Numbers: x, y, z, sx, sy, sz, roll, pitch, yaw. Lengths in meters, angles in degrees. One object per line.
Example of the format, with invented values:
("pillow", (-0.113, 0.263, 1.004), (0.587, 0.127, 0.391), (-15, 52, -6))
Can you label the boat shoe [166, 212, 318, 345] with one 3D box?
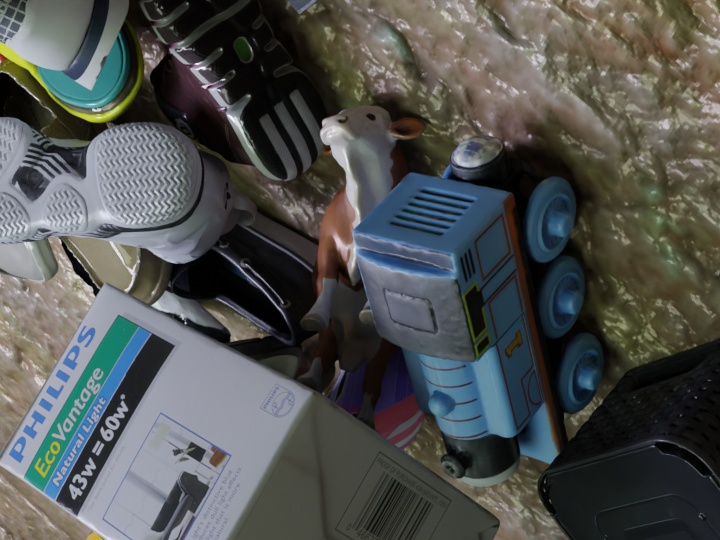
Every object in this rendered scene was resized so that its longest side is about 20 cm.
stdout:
("boat shoe", (-0.099, -0.006, 1.081), (0.199, 0.066, 0.070), (29, 142, 25))

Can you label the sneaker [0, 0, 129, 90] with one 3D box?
("sneaker", (-0.187, -0.175, 0.929), (0.077, 0.080, 0.200), (-66, 27, 19))

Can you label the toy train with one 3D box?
("toy train", (0.067, 0.028, 0.889), (0.086, 0.114, 0.202), (16, 135, 38))

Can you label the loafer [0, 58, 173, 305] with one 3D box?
("loafer", (-0.191, -0.059, 1.073), (0.076, 0.067, 0.201), (-48, 66, 39))

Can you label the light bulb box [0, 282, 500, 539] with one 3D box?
("light bulb box", (-0.064, 0.127, 0.941), (0.199, 0.126, 0.198), (23, 169, 44))

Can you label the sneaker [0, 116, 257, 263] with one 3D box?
("sneaker", (-0.162, -0.043, 0.996), (0.198, 0.076, 0.115), (0, 168, 26))

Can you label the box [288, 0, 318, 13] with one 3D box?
("box", (-0.038, -0.243, 0.788), (0.201, 0.050, 0.157), (53, 146, -9))

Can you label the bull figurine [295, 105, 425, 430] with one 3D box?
("bull figurine", (0.000, 0.000, 0.949), (0.064, 0.122, 0.201), (10, 143, 10))

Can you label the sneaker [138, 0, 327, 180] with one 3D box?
("sneaker", (-0.104, -0.140, 0.949), (0.115, 0.075, 0.202), (4, 124, 56))

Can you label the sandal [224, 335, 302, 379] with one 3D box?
("sandal", (-0.076, 0.095, 1.134), (0.202, 0.079, 0.058), (98, 160, -64))

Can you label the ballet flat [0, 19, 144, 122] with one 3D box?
("ballet flat", (-0.178, -0.138, 1.024), (0.199, 0.067, 0.067), (36, 178, 41))

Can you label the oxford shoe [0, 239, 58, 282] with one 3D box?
("oxford shoe", (-0.267, -0.026, 1.156), (0.199, 0.057, 0.076), (20, 131, 55))

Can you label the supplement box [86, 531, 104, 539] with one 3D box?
("supplement box", (-0.104, 0.241, 1.300), (0.200, 0.110, 0.086), (47, 146, -2))

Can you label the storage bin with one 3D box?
("storage bin", (0.208, 0.148, 0.877), (0.201, 0.094, 0.135), (52, 146, -7))

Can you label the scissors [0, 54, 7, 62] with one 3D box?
("scissors", (-0.321, -0.163, 1.214), (0.199, 0.014, 0.074), (3, 129, 44))

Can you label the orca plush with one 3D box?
("orca plush", (-0.182, 0.011, 1.154), (0.200, 0.071, 0.105), (40, 175, 9))

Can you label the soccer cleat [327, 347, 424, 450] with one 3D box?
("soccer cleat", (-0.019, 0.122, 1.092), (0.067, 0.076, 0.200), (44, 133, 5))
